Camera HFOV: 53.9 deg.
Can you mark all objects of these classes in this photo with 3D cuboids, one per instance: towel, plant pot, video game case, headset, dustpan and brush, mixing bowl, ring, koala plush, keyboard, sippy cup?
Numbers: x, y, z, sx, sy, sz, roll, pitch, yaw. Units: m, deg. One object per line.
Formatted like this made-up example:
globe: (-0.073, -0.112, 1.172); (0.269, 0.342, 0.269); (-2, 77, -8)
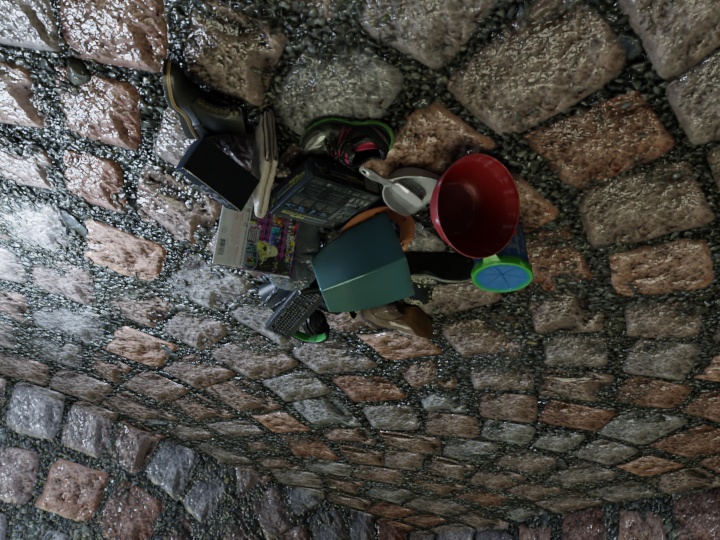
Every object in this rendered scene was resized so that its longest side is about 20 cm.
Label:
towel: (-0.199, -0.215, 1.443); (0.033, 0.136, 0.201); (1, 149, -15)
plant pot: (0.000, 0.000, 1.564); (0.195, 0.144, 0.143); (-22, 143, -2)
video game case: (-0.225, -0.098, 1.572); (0.175, 0.207, 0.036); (9, 174, 0)
headset: (-0.147, 0.122, 1.864); (0.120, 0.096, 0.202); (2, 148, 16)
dustpan and brush: (0.078, -0.179, 1.485); (0.197, 0.058, 0.139); (31, 138, -24)
mixing bowl: (0.214, -0.128, 1.439); (0.196, 0.205, 0.108); (25, 171, -23)
ring: (0.032, -0.075, 1.626); (0.195, 0.020, 0.203); (-16, 142, -13)
koala plush: (-0.159, -0.037, 1.684); (0.172, 0.189, 0.200); (-14, 173, -1)
keyboard: (-0.185, 0.091, 1.771); (0.125, 0.021, 0.200); (33, 127, -13)
sippy cup: (0.310, -0.041, 1.561); (0.135, 0.134, 0.179); (6, 152, -3)

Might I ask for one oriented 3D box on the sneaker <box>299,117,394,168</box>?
sneaker: (-0.031, -0.248, 1.393); (0.194, 0.086, 0.077); (-1, 145, 16)

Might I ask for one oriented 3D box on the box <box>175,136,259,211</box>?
box: (-0.295, -0.195, 1.445); (0.140, 0.080, 0.199); (34, 175, -20)

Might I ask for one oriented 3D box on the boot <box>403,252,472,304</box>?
boot: (0.183, 0.026, 1.764); (0.197, 0.075, 0.155); (3, 151, 11)

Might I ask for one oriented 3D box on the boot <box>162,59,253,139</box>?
boot: (-0.291, -0.331, 1.363); (0.134, 0.080, 0.201); (1, 159, 6)

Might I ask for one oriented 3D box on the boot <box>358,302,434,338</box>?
boot: (0.093, 0.139, 1.965); (0.144, 0.072, 0.199); (-14, 139, 42)

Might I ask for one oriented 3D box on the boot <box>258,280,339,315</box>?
boot: (-0.161, 0.074, 1.913); (0.198, 0.078, 0.166); (37, 136, -25)

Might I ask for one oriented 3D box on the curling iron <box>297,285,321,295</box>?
curling iron: (-0.061, 0.032, 1.670); (0.195, 0.026, 0.050); (-11, 145, -29)

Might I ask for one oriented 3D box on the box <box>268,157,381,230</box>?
box: (-0.077, -0.158, 1.505); (0.196, 0.052, 0.157); (11, 146, -40)

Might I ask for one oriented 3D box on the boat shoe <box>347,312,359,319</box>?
boat shoe: (-0.020, 0.059, 1.856); (0.069, 0.078, 0.202); (2, 145, 13)
